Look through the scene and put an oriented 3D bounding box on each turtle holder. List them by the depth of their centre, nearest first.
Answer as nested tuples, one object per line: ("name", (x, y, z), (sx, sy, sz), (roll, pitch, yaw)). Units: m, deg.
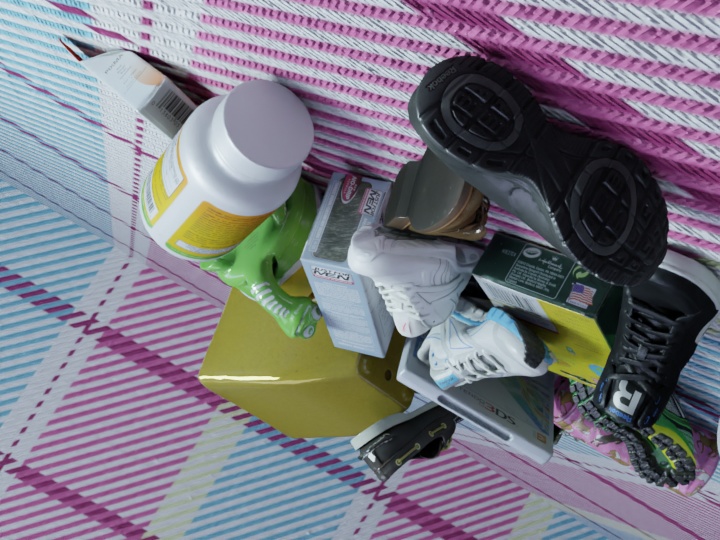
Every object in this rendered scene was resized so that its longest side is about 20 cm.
("turtle holder", (-0.076, -0.025, 1.040), (0.132, 0.141, 0.185), (35, -179, -32))

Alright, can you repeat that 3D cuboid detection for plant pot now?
("plant pot", (-0.032, 0.085, 1.168), (0.200, 0.196, 0.194), (-2, 151, 38))

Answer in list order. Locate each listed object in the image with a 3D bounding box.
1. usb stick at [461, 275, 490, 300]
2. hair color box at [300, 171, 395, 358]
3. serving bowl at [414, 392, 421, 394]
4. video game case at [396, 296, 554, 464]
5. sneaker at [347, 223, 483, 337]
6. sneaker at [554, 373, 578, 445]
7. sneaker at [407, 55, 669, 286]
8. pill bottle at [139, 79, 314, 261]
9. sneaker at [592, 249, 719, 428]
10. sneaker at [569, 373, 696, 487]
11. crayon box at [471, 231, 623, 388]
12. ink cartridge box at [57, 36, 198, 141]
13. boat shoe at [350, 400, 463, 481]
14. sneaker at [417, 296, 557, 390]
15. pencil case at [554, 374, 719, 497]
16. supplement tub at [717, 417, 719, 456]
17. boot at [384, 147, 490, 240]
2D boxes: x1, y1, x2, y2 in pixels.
("usb stick", (0.089, 0.004, 1.059), (0.055, 0.033, 0.200), (28, 171, -30))
("hair color box", (0.000, 0.000, 0.983), (0.060, 0.099, 0.200), (12, 154, 14))
("serving bowl", (0.138, 0.116, 1.227), (0.200, 0.066, 0.200), (1, 179, 0))
("video game case", (0.134, 0.102, 1.084), (0.182, 0.022, 0.200), (31, -150, -6))
("sneaker", (0.050, 0.014, 0.892), (0.078, 0.100, 0.200), (18, -174, 32))
("sneaker", (0.252, 0.182, 1.283), (0.077, 0.089, 0.200), (30, 169, -5))
("sneaker", (0.114, -0.064, 0.631), (0.200, 0.076, 0.091), (39, 177, -12))
("pill bottle", (-0.120, -0.089, 0.886), (0.111, 0.111, 0.200), (33, 149, -15))
("sneaker", (0.227, 0.065, 0.767), (0.073, 0.112, 0.200), (24, 168, 24))
("sneaker", (0.283, 0.135, 1.030), (0.078, 0.085, 0.200), (-23, 117, 31))
("crayon box", (0.196, 0.049, 0.911), (0.127, 0.051, 0.200), (22, 162, 36))
("ink cartridge box", (-0.214, -0.179, 1.040), (0.200, 0.050, 0.162), (43, 180, 39))
("boat shoe", (0.069, 0.193, 1.140), (0.201, 0.072, 0.061), (-11, -116, -51))
("sneaker", (0.112, 0.082, 0.929), (0.075, 0.087, 0.200), (44, 171, -13))
("pencil case", (0.313, 0.179, 1.121), (0.200, 0.087, 0.083), (31, -168, -9))
("supplement tub", (0.358, 0.133, 0.654), (0.200, 0.145, 0.145), (32, 169, -9))
("boot", (0.075, -0.056, 0.766), (0.075, 0.074, 0.200), (18, 178, -8))
